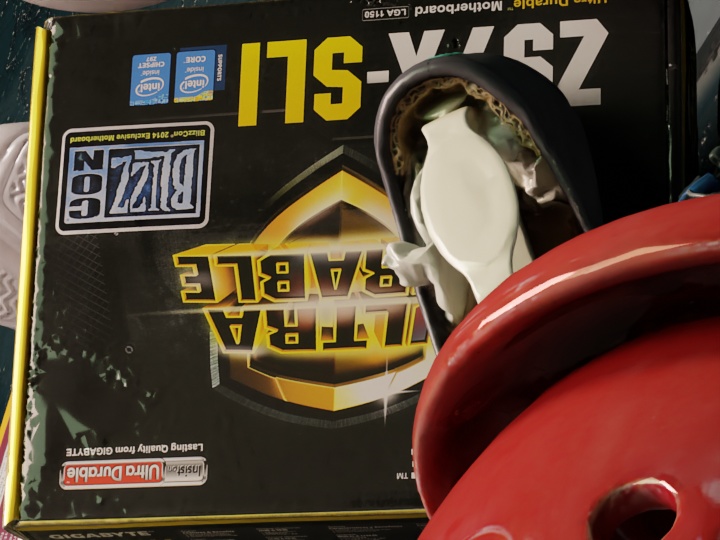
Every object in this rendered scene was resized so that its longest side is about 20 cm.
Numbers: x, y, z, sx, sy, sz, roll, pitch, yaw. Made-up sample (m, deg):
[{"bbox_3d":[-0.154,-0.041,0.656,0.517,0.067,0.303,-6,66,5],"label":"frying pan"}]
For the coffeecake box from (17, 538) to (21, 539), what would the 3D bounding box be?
[{"bbox_3d":[-0.020,0.078,0.838,0.073,0.153,0.201,48,-128,-66],"label":"coffeecake box"}]

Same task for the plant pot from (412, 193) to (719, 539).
[{"bbox_3d":[0.091,0.101,0.548,0.200,0.200,0.183,-44,27,46],"label":"plant pot"}]

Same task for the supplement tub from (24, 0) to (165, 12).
[{"bbox_3d":[-0.098,-0.193,0.961,0.141,0.140,0.200,-59,23,24],"label":"supplement tub"}]

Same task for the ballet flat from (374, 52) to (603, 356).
[{"bbox_3d":[0.047,0.029,0.708,0.073,0.073,0.201,-41,59,48],"label":"ballet flat"}]

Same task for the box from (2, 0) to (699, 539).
[{"bbox_3d":[0.000,0.000,0.793,0.049,0.199,0.161,53,-143,-66],"label":"box"}]

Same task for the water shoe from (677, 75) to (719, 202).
[{"bbox_3d":[0.115,-0.011,0.712,0.072,0.079,0.201,-53,30,34],"label":"water shoe"}]

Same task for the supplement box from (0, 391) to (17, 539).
[{"bbox_3d":[-0.075,0.093,1.032,0.200,0.085,0.111,-9,64,64],"label":"supplement box"}]

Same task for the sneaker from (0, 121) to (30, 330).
[{"bbox_3d":[-0.086,-0.019,1.012,0.114,0.199,0.076,-151,66,-70],"label":"sneaker"}]
